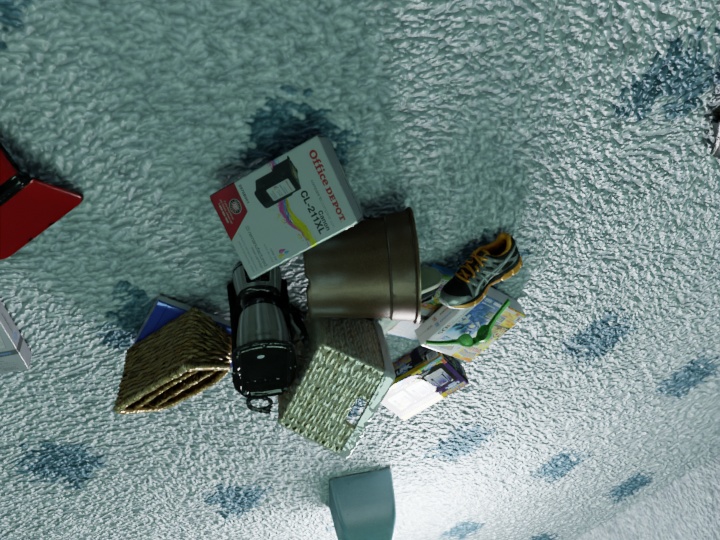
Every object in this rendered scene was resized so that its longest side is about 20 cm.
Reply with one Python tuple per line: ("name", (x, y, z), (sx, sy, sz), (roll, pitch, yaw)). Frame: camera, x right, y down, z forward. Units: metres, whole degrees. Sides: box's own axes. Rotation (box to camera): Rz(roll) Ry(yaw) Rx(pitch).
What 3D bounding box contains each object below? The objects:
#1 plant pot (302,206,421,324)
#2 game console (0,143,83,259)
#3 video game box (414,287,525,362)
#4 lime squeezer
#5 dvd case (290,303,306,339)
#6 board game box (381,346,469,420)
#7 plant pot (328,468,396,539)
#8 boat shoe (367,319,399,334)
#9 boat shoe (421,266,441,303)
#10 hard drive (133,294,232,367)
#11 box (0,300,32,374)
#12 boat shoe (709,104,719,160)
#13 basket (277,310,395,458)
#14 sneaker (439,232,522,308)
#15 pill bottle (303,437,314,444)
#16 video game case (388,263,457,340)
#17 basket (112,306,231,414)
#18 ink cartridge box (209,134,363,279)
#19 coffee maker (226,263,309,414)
("plant pot", (0.000, 0.000, 1.072), (0.191, 0.204, 0.204), (-5, 136, -2))
("game console", (-0.554, -0.117, 0.901), (0.197, 0.119, 0.175), (-30, 104, 14))
("video game box", (0.243, 0.116, 1.339), (0.197, 0.048, 0.182), (22, 125, -43))
("lime squeezer", (0.236, 0.134, 1.290), (0.196, 0.038, 0.071), (-27, 141, 4))
("dvd case", (-0.174, 0.163, 1.291), (0.198, 0.025, 0.150), (-35, 132, 17))
("board game box", (0.141, 0.266, 1.468), (0.197, 0.058, 0.165), (-32, 136, 15))
("plant pot", (0.015, 0.738, 1.792), (0.190, 0.203, 0.199), (-7, 137, -9))
("boat shoe", (0.019, 0.115, 1.273), (0.068, 0.071, 0.201), (31, 105, -26))
("boat shoe", (0.069, 0.054, 1.196), (0.195, 0.075, 0.067), (-22, 141, -20))
("hard drive", (-0.326, 0.132, 1.195), (0.196, 0.026, 0.133), (24, 123, -26))
("box", (-0.693, 0.111, 1.068), (0.151, 0.042, 0.204), (-8, 134, -10))
("boat shoe", (0.659, -0.279, 1.086), (0.059, 0.077, 0.202), (18, 150, 18))
("basket", (-0.053, 0.198, 1.149), (0.157, 0.201, 0.202), (24, 108, -18))
("sneaker", (0.230, -0.001, 1.191), (0.198, 0.078, 0.079), (-35, 131, -18))
("pill bottle", (-0.090, 0.294, 1.381), (0.111, 0.116, 0.204), (-6, 135, -10))
("video game case", (0.153, 0.077, 1.311), (0.140, 0.018, 0.202), (16, 127, -29))
("basket", (-0.337, 0.198, 1.133), (0.197, 0.151, 0.143), (-30, 129, 17))
("ink cartridge box", (-0.113, -0.101, 0.958), (0.196, 0.083, 0.149), (-27, 96, 10))
("coffee maker", (-0.189, 0.116, 1.111), (0.131, 0.203, 0.194), (15, 128, -26))
